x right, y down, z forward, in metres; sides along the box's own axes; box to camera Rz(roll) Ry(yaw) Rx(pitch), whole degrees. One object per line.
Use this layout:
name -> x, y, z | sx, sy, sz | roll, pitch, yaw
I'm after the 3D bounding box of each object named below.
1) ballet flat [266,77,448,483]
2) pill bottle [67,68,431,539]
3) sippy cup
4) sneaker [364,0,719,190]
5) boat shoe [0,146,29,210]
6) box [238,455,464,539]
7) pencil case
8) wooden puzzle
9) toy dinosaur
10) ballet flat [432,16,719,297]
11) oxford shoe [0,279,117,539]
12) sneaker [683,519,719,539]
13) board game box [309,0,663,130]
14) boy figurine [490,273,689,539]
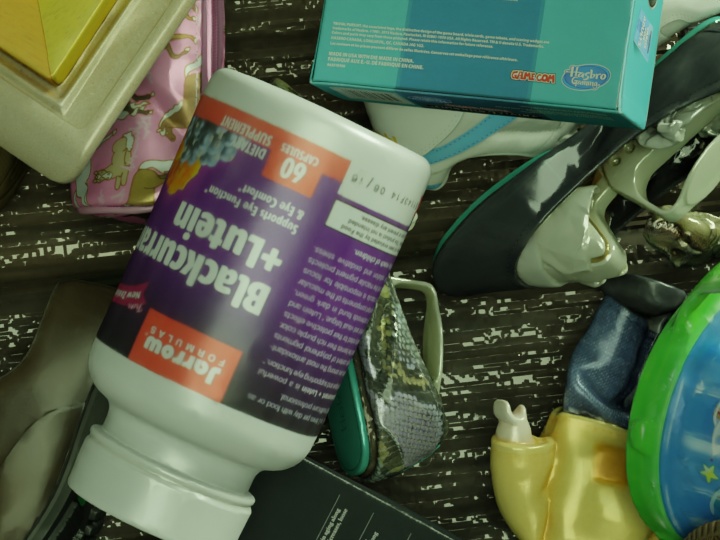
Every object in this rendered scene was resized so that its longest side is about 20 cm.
ballet flat -> 0.000, 0.000, 1.191 | 0.072, 0.072, 0.202 | -15, 85, -4
pill bottle -> -0.056, 0.021, 1.101 | 0.111, 0.111, 0.201 | 24, 91, -3
sippy cup -> 0.214, 0.081, 1.137 | 0.130, 0.177, 0.141 | 19, 85, 40
sneaker -> 0.097, -0.109, 1.196 | 0.199, 0.077, 0.081 | -22, 122, 1
boat shoe -> -0.184, -0.128, 1.185 | 0.064, 0.073, 0.202 | 9, 87, 15
box -> -0.033, 0.197, 1.153 | 0.141, 0.079, 0.201 | 27, 87, 20
pencil case -> -0.098, -0.123, 1.179 | 0.086, 0.083, 0.202 | -1, 88, -3
wooden puzzle -> -0.155, -0.170, 1.128 | 0.184, 0.037, 0.201 | 33, 91, 10
toy dinosaur -> 0.240, -0.030, 1.218 | 0.198, 0.047, 0.089 | 10, 102, -4
ballet flat -> 0.121, -0.039, 1.174 | 0.200, 0.073, 0.073 | -40, 91, 11
oxford shoe -> -0.163, 0.098, 1.181 | 0.084, 0.073, 0.201 | 24, 83, 12
sneaker -> 0.189, 0.186, 1.149 | 0.108, 0.201, 0.070 | 11, 51, -8
board game box -> 0.068, -0.173, 1.114 | 0.150, 0.047, 0.202 | 8, 86, 22
boy figurine -> 0.116, 0.102, 1.195 | 0.124, 0.064, 0.201 | 23, 84, -16
